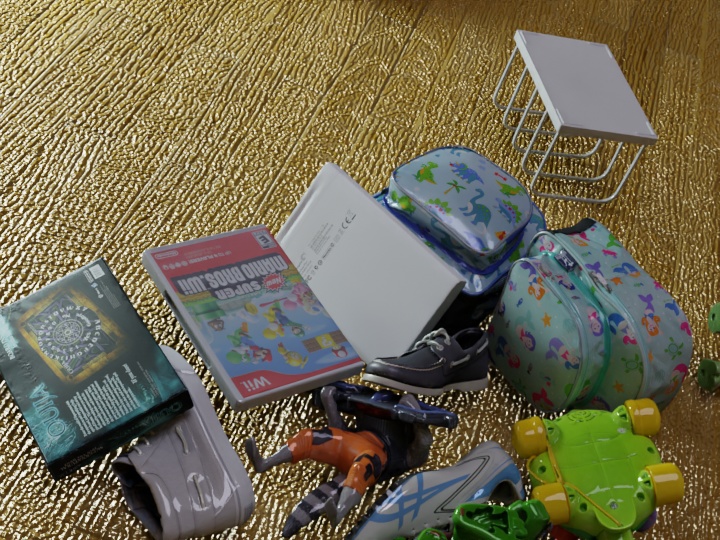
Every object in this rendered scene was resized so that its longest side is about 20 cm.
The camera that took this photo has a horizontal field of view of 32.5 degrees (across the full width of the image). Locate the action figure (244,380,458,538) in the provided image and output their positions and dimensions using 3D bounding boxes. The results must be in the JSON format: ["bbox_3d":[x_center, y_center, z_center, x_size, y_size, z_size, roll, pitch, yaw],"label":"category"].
[{"bbox_3d":[-0.016,0.162,1.153,0.199,0.106,0.193,14,23,42],"label":"action figure"}]

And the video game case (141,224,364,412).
[{"bbox_3d":[-0.105,0.040,1.190,0.142,0.018,0.200,-14,53,-34],"label":"video game case"}]

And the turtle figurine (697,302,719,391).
[{"bbox_3d":[0.487,0.104,1.361,0.192,0.145,0.201,9,38,-8],"label":"turtle figurine"}]

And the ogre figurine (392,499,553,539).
[{"bbox_3d":[0.063,0.255,1.035,0.098,0.120,0.200,40,45,16],"label":"ogre figurine"}]

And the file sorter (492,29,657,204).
[{"bbox_3d":[0.271,-0.197,1.614,0.138,0.125,0.201,5,43,-19],"label":"file sorter"}]

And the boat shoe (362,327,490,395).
[{"bbox_3d":[0.068,0.085,1.211,0.072,0.063,0.199,13,5,34],"label":"boat shoe"}]

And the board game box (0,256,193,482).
[{"bbox_3d":[-0.252,0.083,1.109,0.135,0.028,0.200,-28,48,-15],"label":"board game box"}]

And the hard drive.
[{"bbox_3d":[0.000,0.000,1.284,0.200,0.132,0.027,43,17,25],"label":"hard drive"}]

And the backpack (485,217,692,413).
[{"bbox_3d":[0.234,0.067,1.267,0.150,0.178,0.200,-21,53,-36],"label":"backpack"}]

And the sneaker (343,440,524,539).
[{"bbox_3d":[0.070,0.217,1.120,0.199,0.072,0.073,-20,64,-33],"label":"sneaker"}]

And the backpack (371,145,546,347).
[{"bbox_3d":[0.109,-0.044,1.362,0.183,0.148,0.200,38,41,17],"label":"backpack"}]

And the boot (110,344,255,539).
[{"bbox_3d":[-0.177,0.150,1.086,0.095,0.074,0.200,-12,47,-33],"label":"boot"}]

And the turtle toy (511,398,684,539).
[{"bbox_3d":[0.225,0.215,1.158,0.144,0.102,0.201,-9,47,-2],"label":"turtle toy"}]
